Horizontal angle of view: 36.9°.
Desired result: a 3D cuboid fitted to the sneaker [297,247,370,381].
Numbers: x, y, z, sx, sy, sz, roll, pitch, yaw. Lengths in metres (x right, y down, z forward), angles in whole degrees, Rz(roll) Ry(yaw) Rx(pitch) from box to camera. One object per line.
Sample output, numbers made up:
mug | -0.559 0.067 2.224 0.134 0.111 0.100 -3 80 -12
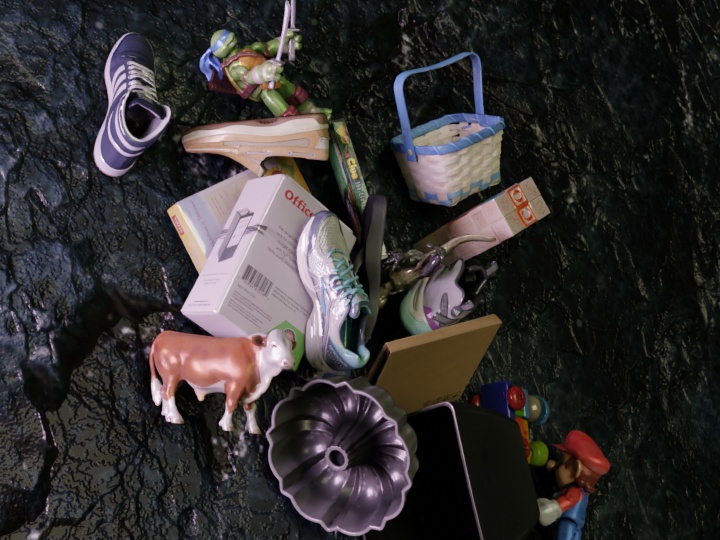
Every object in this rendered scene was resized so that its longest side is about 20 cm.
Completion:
sneaker | -0.032 0.062 1.460 0.089 0.078 0.203 28 63 -39

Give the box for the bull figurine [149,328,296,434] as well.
bull figurine | -0.162 0.125 1.274 0.065 0.197 0.124 24 72 -65

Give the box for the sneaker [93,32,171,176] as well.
sneaker | -0.280 -0.226 1.361 0.069 0.108 0.203 17 65 -28

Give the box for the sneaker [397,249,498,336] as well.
sneaker | 0.125 0.014 1.494 0.078 0.139 0.201 54 18 -28

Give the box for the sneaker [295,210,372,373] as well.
sneaker | -0.021 0.026 1.327 0.077 0.086 0.203 -11 97 -42

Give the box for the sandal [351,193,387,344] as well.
sandal | 0.000 0.000 1.405 0.042 0.076 0.203 8 75 -12

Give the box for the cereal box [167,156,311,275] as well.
cereal box | -0.142 -0.057 1.437 0.199 0.039 0.145 -29 93 -37

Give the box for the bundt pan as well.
bundt pan | -0.014 0.219 1.341 0.204 0.200 0.076 60 29 -1

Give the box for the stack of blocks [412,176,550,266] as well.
stack of blocks | 0.179 -0.065 1.557 0.115 0.199 0.059 -31 91 -36

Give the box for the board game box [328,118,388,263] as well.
board game box | -0.007 -0.101 1.505 0.023 0.105 0.203 -16 83 -8

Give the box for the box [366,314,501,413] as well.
box | 0.086 0.137 1.453 0.198 0.165 0.021 -11 50 -36

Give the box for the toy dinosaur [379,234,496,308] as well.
toy dinosaur | 0.080 -0.009 1.409 0.048 0.198 0.088 63 8 19

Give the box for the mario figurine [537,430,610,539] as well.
mario figurine | 0.291 0.331 1.567 0.104 0.124 0.203 17 75 -5

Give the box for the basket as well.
basket | 0.124 -0.207 1.594 0.175 0.138 0.203 -23 117 -37

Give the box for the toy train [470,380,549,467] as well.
toy train | 0.228 0.267 1.555 0.115 0.084 0.203 15 65 -44

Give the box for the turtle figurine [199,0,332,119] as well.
turtle figurine | -0.096 -0.272 1.464 0.200 0.144 0.194 -42 117 -3

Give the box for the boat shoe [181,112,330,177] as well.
boat shoe | -0.137 -0.159 1.413 0.072 0.197 0.077 -42 127 -75

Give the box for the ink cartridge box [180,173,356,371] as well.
ink cartridge box | -0.112 0.003 1.361 0.145 0.083 0.202 40 64 -32

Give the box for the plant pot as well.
plant pot | 0.120 0.284 1.413 0.176 0.199 0.203 1 72 -47
